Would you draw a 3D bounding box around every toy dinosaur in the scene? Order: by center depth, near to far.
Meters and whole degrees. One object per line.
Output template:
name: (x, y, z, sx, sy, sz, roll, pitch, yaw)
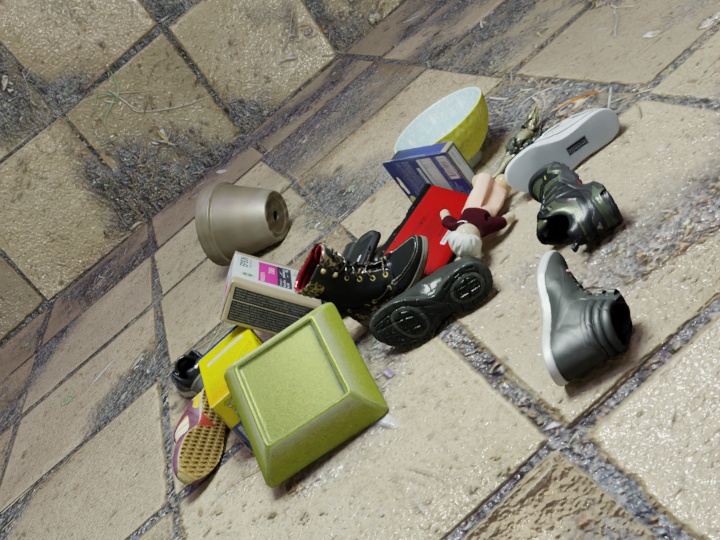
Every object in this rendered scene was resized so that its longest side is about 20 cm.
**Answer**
toy dinosaur: (0.277, -0.219, 1.401, 0.201, 0.047, 0.088, -49, 10, -19)

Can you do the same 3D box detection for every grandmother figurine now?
grandmother figurine: (0.180, -0.085, 1.255, 0.119, 0.062, 0.201, -7, 31, 27)

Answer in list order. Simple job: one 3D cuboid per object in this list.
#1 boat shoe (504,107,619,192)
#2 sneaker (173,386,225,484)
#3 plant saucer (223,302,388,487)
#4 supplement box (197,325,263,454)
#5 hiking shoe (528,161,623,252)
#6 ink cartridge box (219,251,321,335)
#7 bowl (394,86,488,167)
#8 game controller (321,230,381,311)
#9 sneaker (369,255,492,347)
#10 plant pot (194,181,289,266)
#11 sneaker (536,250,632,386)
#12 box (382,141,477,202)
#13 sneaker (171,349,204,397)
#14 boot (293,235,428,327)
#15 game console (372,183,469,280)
boat shoe: (0.316, -0.192, 1.274, 0.197, 0.075, 0.066, -27, 19, 3)
sneaker: (-0.271, 0.283, 1.305, 0.090, 0.074, 0.201, -45, 17, 27)
plant saucer: (-0.090, 0.160, 1.115, 0.197, 0.048, 0.202, -32, 56, 2)
supplement box: (-0.180, 0.181, 1.286, 0.109, 0.109, 0.200, -40, 23, -3)
hiking shoe: (0.275, -0.089, 1.124, 0.100, 0.076, 0.200, -37, 23, -4)
ink cartridge box: (-0.156, 0.044, 1.398, 0.200, 0.161, 0.077, -113, 41, -72)
bowl: (0.172, -0.243, 1.523, 0.198, 0.108, 0.201, -32, 24, 16)
game controller: (-0.019, 0.006, 1.441, 0.103, 0.042, 0.202, -27, 26, 37)
sneaker: (0.103, 0.044, 1.171, 0.197, 0.077, 0.091, -27, 15, 11)
plant pot: (-0.269, -0.119, 1.910, 0.169, 0.203, 0.202, -6, 35, 24)
sneaker: (0.262, 0.039, 0.926, 0.098, 0.071, 0.202, -24, 33, 27)
box: (0.130, -0.167, 1.429, 0.033, 0.121, 0.198, -51, 25, -21)
sneaker: (-0.319, 0.191, 1.509, 0.074, 0.088, 0.198, -47, 24, -20)
boot: (0.000, 0.000, 1.223, 0.200, 0.148, 0.074, -46, 32, 41)
game console: (0.102, -0.038, 1.371, 0.169, 0.120, 0.201, 18, 55, 27)
